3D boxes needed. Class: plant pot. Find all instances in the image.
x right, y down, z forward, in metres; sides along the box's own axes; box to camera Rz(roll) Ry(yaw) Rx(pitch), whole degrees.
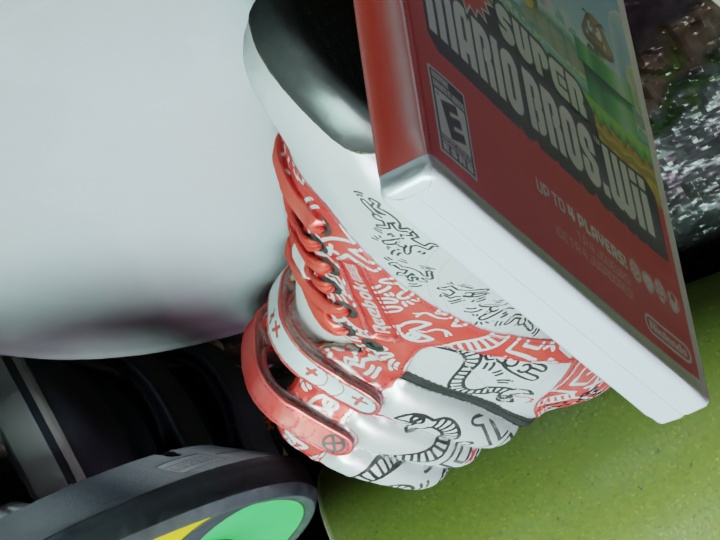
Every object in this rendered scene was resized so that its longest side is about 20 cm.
[{"bbox_3d":[0.120,0.086,1.024,0.200,0.187,0.187,-38,140,10],"label":"plant pot"}]

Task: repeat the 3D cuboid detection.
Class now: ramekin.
[{"bbox_3d":[-0.069,-0.069,0.800,0.202,0.094,0.202,-9,144,-7],"label":"ramekin"}]

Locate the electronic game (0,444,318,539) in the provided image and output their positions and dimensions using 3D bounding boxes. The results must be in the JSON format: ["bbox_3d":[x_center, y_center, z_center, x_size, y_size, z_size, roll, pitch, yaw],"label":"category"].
[{"bbox_3d":[-0.101,0.111,0.842,0.200,0.042,0.200,-30,167,-8],"label":"electronic game"}]

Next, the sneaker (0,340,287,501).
[{"bbox_3d":[-0.072,0.056,0.963,0.079,0.078,0.200,-29,168,0],"label":"sneaker"}]

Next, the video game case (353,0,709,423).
[{"bbox_3d":[0.037,-0.073,0.741,0.017,0.200,0.143,-25,144,23],"label":"video game case"}]

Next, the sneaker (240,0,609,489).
[{"bbox_3d":[0.001,0.001,0.781,0.108,0.067,0.201,-33,144,18],"label":"sneaker"}]

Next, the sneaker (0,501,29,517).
[{"bbox_3d":[-0.109,0.151,1.082,0.075,0.082,0.200,-19,145,20],"label":"sneaker"}]

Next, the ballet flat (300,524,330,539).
[{"bbox_3d":[-0.019,0.129,1.040,0.066,0.057,0.200,9,-175,19],"label":"ballet flat"}]

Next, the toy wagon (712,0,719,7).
[{"bbox_3d":[0.148,-0.123,0.853,0.155,0.040,0.200,-4,144,-14],"label":"toy wagon"}]
